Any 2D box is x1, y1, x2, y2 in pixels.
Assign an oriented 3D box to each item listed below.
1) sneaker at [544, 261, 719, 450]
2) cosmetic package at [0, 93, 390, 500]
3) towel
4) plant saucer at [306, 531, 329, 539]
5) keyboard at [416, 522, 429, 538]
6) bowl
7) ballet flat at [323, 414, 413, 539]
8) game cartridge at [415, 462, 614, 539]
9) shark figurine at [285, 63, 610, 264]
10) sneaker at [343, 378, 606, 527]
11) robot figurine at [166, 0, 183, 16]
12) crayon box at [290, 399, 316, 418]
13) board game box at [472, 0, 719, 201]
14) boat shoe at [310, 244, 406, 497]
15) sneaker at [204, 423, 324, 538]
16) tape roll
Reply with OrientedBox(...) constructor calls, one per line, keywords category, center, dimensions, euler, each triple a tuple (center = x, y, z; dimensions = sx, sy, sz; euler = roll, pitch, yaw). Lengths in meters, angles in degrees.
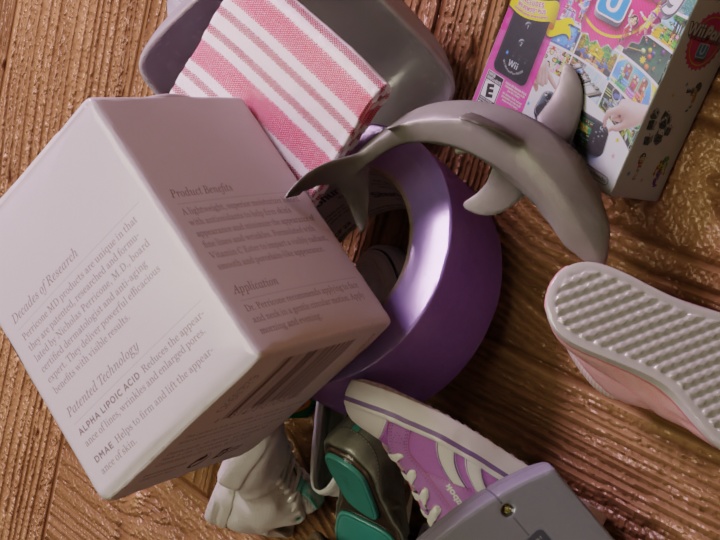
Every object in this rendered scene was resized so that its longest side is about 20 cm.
OrientedBox(category="sneaker", center=(0.208, 0.064, 0.938), dimensions=(0.199, 0.105, 0.076), euler=(31, 84, 13))
OrientedBox(category="cosmetic package", center=(-0.123, 0.011, 0.982), dimensions=(0.165, 0.164, 0.201), euler=(-42, 73, 27))
OrientedBox(category="towel", center=(-0.076, -0.097, 1.055), dimensions=(0.146, 0.030, 0.201), euler=(44, 115, 19))
OrientedBox(category="plant saucer", center=(-0.043, 0.306, 1.149), dimensions=(0.200, 0.029, 0.203), euler=(-167, 90, -83))
OrientedBox(category="keyboard", center=(0.033, 0.294, 1.149), dimensions=(0.056, 0.011, 0.202), euler=(39, 116, 41))
OrientedBox(category="bowl", center=(-0.046, -0.166, 1.137), dimensions=(0.199, 0.199, 0.075), euler=(-32, 32, 30))
OrientedBox(category="ballet flat", center=(0.015, 0.168, 1.109), dimensions=(0.067, 0.064, 0.201), euler=(27, 150, 24))
OrientedBox(category="game cartridge", center=(0.079, 0.226, 0.952), dimensions=(0.200, 0.042, 0.133), euler=(-42, 93, -6))
OrientedBox(category="shark figurine", center=(0.062, -0.083, 0.960), dimensions=(0.212, 0.089, 0.130), euler=(9, 90, 24))
OrientedBox(category="sneaker", center=(0.057, 0.162, 0.998), dimensions=(0.199, 0.073, 0.115), euler=(32, 87, 3))
OrientedBox(category="robot figurine", center=(-0.094, -0.253, 1.235), dimensions=(0.170, 0.112, 0.202), euler=(-87, 17, -70))
OrientedBox(category="crayon box", center=(-0.123, 0.039, 1.249), dimensions=(0.200, 0.118, 0.059), euler=(51, 123, 34))
OrientedBox(category="board game box", center=(0.172, -0.170, 0.985), dimensions=(0.147, 0.064, 0.202), euler=(38, 115, 40))
OrientedBox(category="boat shoe", center=(0.001, 0.081, 1.152), dimensions=(0.073, 0.066, 0.203), euler=(3, 91, 46))
OrientedBox(category="sneaker", center=(-0.067, 0.164, 1.178), dimensions=(0.200, 0.088, 0.076), euler=(112, -178, -62))
OrientedBox(category="tape roll", center=(0.000, 0.000, 1.095), dimensions=(0.198, 0.085, 0.203), euler=(-14, 63, 29))
